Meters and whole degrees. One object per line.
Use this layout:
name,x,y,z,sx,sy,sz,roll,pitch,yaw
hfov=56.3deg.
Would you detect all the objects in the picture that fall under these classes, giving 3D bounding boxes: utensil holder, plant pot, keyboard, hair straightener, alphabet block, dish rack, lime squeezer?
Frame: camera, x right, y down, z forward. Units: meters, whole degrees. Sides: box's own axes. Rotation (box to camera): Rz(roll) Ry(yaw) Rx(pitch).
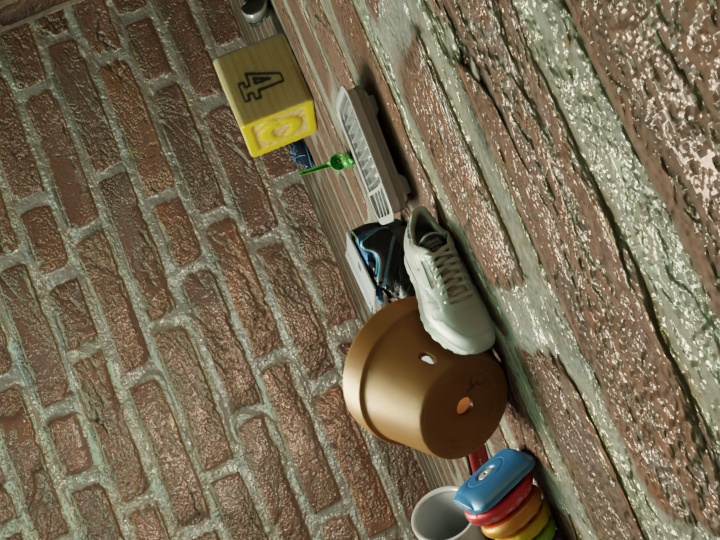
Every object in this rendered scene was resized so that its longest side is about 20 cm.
utensil holder,0.234,0.671,1.667,0.170,0.168,0.202,-123,11,-65
plant pot,0.094,0.150,0.871,0.140,0.199,0.202,27,142,57
keyboard,0.000,0.000,1.251,0.201,0.010,0.057,-116,25,-53
hair straightener,0.186,0.284,1.203,0.077,0.040,0.202,-131,20,-73
alphabet block,-0.237,-0.441,1.714,0.195,0.194,0.202,85,161,-78
dish rack,0.020,-0.172,1.000,0.172,0.043,0.202,-166,54,-85
lime squeezer,-0.046,-0.224,1.384,0.199,0.070,0.038,4,103,52

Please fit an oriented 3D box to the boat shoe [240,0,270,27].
boat shoe,-0.268,-0.674,1.755,0.065,0.074,0.203,63,-178,-31

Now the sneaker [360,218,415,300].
sneaker,0.066,0.020,1.114,0.073,0.081,0.202,158,88,-82

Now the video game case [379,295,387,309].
video game case,0.090,0.172,1.708,0.200,0.022,0.185,-94,-17,-78

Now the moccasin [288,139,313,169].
moccasin,-0.218,-0.409,2.350,0.081,0.067,0.201,74,172,-51

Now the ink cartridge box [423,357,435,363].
ink cartridge box,0.114,0.169,1.092,0.201,0.043,0.197,57,163,8

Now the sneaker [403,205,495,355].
sneaker,0.100,0.012,0.809,0.081,0.075,0.201,87,160,-48

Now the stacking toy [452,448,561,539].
stacking toy,0.223,0.348,0.887,0.201,0.109,0.116,53,165,2

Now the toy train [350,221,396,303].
toy train,0.038,-0.017,1.257,0.200,0.085,0.116,-125,19,-69
